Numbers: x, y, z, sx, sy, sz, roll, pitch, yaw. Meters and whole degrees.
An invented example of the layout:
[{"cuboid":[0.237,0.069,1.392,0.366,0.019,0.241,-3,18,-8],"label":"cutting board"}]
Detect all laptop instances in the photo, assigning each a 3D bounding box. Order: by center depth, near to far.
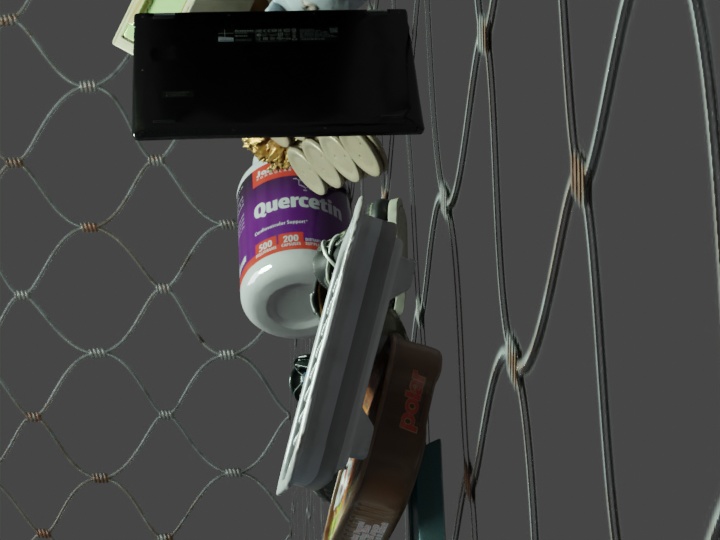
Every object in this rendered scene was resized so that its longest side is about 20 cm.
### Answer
[{"cuboid":[-0.061,-0.118,1.296,0.200,0.187,0.116,-96,6,-45],"label":"laptop"}]

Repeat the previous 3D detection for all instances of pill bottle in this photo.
[{"cuboid":[-0.064,-0.038,1.824,0.112,0.112,0.200,93,173,-46],"label":"pill bottle"}]

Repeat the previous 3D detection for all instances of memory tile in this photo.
[{"cuboid":[-0.049,-0.132,1.512,0.153,0.017,0.200,53,164,-9],"label":"memory tile"}]

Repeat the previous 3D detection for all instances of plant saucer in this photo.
[{"cuboid":[0.043,0.208,1.162,0.070,0.019,0.200,110,157,-77],"label":"plant saucer"}]

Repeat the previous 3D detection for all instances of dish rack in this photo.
[{"cuboid":[-0.009,0.055,1.126,0.200,0.044,0.172,122,162,-80],"label":"dish rack"}]

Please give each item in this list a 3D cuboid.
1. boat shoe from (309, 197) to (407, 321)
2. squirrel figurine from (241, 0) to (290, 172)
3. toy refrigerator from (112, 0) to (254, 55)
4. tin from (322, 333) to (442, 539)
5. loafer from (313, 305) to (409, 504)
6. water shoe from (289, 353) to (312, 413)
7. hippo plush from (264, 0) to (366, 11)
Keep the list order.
[{"cuboid":[0.000,0.000,1.343,0.200,0.068,0.072,109,160,-73],"label":"boat shoe"},{"cuboid":[-0.052,-0.182,1.685,0.200,0.141,0.187,83,170,-45],"label":"squirrel figurine"},{"cuboid":[-0.130,-0.264,1.605,0.076,0.070,0.200,31,97,40],"label":"toy refrigerator"},{"cuboid":[0.012,0.117,1.177,0.200,0.042,0.112,111,178,-62],"label":"tin"},{"cuboid":[0.008,0.096,1.310,0.200,0.075,0.070,101,180,-48],"label":"loafer"},{"cuboid":[-0.016,0.094,1.476,0.200,0.079,0.072,108,160,-76],"label":"water shoe"},{"cuboid":[-0.064,-0.267,1.456,0.200,0.159,0.161,-165,62,-67],"label":"hippo plush"}]
